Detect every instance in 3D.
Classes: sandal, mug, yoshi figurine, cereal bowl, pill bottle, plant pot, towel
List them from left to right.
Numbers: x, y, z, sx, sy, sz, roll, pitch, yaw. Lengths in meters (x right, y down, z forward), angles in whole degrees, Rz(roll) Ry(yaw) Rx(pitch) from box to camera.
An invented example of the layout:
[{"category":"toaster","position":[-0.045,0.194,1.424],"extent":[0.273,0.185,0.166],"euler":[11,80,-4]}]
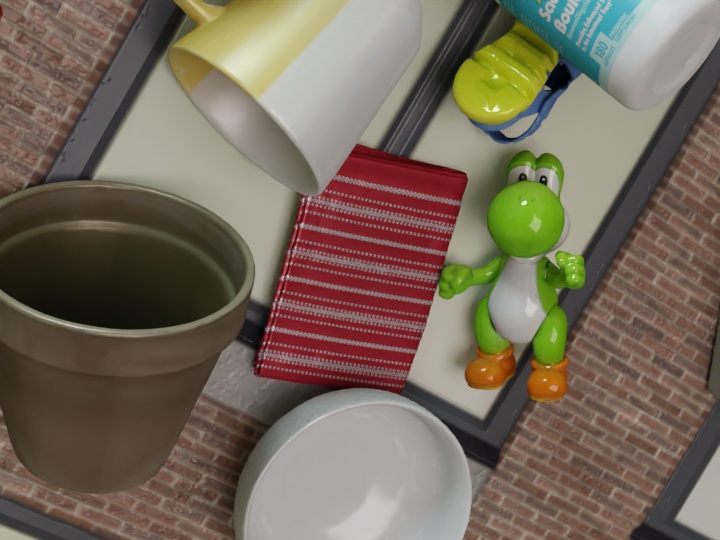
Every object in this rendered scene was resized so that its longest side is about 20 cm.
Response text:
[{"category":"plant pot","position":[-0.187,0.058,1.143],"extent":[0.199,0.200,0.174],"euler":[-1,123,-23]},{"category":"mug","position":[-0.041,-0.169,1.142],"extent":[0.153,0.149,0.187],"euler":[-47,143,-12]},{"category":"cereal bowl","position":[-0.014,0.185,1.304],"extent":[0.199,0.083,0.201],"euler":[-8,110,-22]},{"category":"towel","position":[0.000,0.000,1.286],"extent":[0.144,0.022,0.201],"euler":[10,104,-28]},{"category":"yoshi figurine","position":[0.129,0.006,1.293],"extent":[0.112,0.112,0.201],"euler":[-4,106,-23]},{"category":"sandal","position":[0.151,-0.173,1.276],"extent":[0.200,0.079,0.087],"euler":[-40,155,-15]},{"category":"pill bottle","position":[0.168,-0.218,1.189],"extent":[0.111,0.200,0.111],"euler":[-39,157,-20]}]

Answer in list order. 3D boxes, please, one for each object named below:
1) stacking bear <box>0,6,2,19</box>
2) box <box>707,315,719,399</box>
[{"category":"stacking bear","position":[-0.273,-0.257,1.037],"extent":[0.121,0.114,0.201],"euler":[-6,113,-22]},{"category":"box","position":[0.417,0.032,1.430],"extent":[0.152,0.106,0.201],"euler":[1,106,-24]}]
